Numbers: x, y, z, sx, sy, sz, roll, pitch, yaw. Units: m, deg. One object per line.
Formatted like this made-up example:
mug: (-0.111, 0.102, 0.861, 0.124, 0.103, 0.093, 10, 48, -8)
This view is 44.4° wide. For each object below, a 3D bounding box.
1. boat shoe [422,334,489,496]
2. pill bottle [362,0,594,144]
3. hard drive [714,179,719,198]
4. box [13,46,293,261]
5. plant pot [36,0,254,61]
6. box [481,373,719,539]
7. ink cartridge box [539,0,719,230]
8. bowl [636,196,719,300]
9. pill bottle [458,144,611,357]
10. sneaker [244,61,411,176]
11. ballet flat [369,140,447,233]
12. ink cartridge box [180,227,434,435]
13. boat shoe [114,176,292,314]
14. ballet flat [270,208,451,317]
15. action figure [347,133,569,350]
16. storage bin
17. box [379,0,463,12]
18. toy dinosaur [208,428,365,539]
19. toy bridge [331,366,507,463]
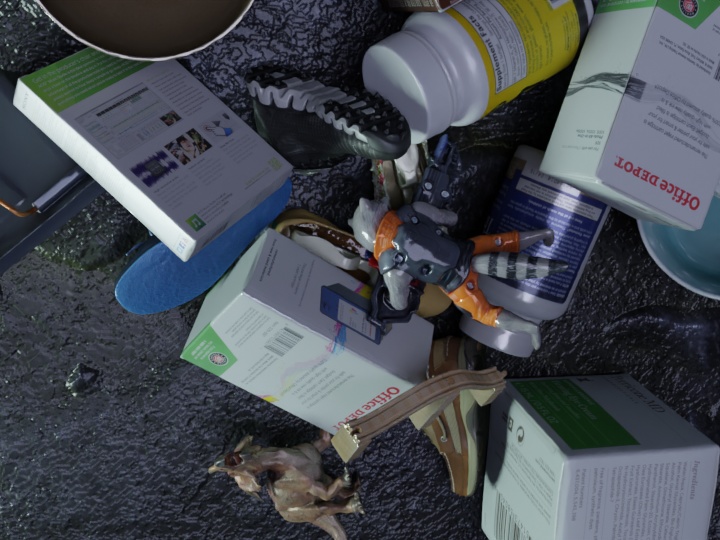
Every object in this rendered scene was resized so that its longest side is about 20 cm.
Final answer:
boat shoe: (0.100, 0.155, 0.969, 0.074, 0.076, 0.200, 3, 116, 17)
pill bottle: (0.107, -0.203, 0.811, 0.200, 0.114, 0.114, -32, 110, -21)
hard drive: (0.326, -0.171, 0.881, 0.200, 0.027, 0.132, 36, 95, 17)
box: (-0.175, -0.116, 0.767, 0.200, 0.144, 0.036, 43, 135, 2)
plant pot: (-0.182, -0.282, 0.747, 0.200, 0.134, 0.201, -3, 106, -11)
box: (0.247, 0.239, 0.948, 0.171, 0.199, 0.200, 0, 105, -12)
ink cartridge box: (0.267, -0.154, 0.801, 0.146, 0.084, 0.200, 20, 90, -29)
bowl: (0.388, -0.062, 0.919, 0.200, 0.105, 0.201, -2, 83, 14)
pill bottle: (0.175, -0.018, 0.907, 0.111, 0.111, 0.200, 18, 101, -16)
sneaker: (-0.030, -0.124, 0.812, 0.066, 0.200, 0.091, -26, 131, -38)
ballet flat: (0.046, -0.082, 0.888, 0.076, 0.064, 0.200, -20, 109, -5)
ink cartridge box: (-0.050, 0.070, 0.866, 0.200, 0.088, 0.145, 31, 137, -16)
boat shoe: (-0.152, -0.032, 0.863, 0.200, 0.069, 0.084, -34, 122, -6)
ballet flat: (0.000, 0.000, 0.880, 0.200, 0.063, 0.069, 22, 97, -3)
action figure: (0.086, -0.036, 0.804, 0.193, 0.105, 0.200, 14, 79, -4)
storage bin: (-0.333, -0.078, 0.781, 0.200, 0.146, 0.134, -40, 99, 1)
box: (0.071, -0.275, 0.766, 0.100, 0.200, 0.075, -26, 111, -2)
toy dinosaur: (-0.073, 0.231, 0.947, 0.135, 0.086, 0.200, -19, 121, 2)
toy bridge: (0.068, 0.121, 0.818, 0.200, 0.027, 0.067, -14, 149, -38)
